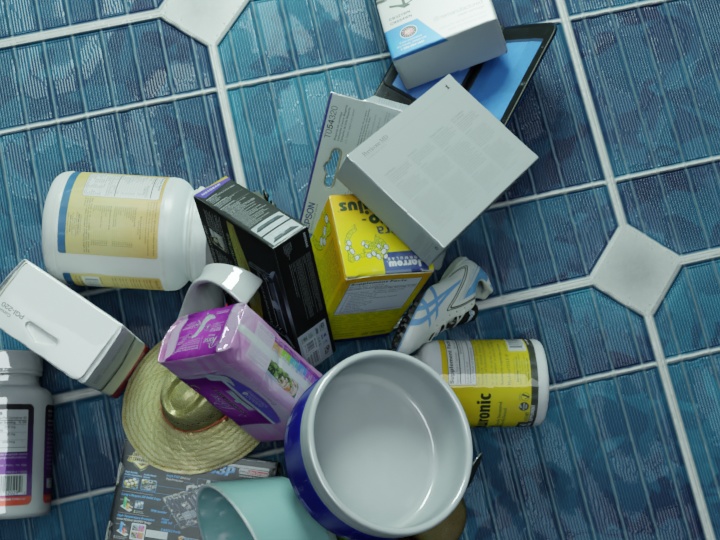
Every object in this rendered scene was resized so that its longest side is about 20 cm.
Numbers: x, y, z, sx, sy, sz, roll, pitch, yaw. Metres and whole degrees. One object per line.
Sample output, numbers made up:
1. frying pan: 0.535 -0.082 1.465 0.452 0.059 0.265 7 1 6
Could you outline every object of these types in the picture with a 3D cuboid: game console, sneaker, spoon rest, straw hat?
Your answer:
1. game console: 0.135 -0.272 1.303 0.170 0.118 0.200 29 79 -3
2. sneaker: 0.105 0.051 1.229 0.072 0.072 0.200 39 46 10
3. spoon rest: -0.184 0.036 1.164 0.061 0.200 0.099 41 57 -11
4. straw hat: -0.201 0.150 1.195 0.200 0.085 0.202 1 69 -2

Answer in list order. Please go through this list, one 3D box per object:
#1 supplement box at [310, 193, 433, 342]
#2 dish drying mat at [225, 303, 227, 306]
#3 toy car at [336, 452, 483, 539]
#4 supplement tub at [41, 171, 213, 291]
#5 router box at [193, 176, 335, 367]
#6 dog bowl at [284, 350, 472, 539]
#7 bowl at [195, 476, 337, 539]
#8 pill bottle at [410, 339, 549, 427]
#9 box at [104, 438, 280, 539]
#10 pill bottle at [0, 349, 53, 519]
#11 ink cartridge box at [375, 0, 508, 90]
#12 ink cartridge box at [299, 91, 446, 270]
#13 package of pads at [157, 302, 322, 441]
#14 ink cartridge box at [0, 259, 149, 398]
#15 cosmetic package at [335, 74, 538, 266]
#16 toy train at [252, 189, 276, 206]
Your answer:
1. supplement box: 0.000 0.000 1.189 0.108 0.200 0.110 -5 66 -18
2. dish drying mat: -0.144 0.062 1.282 0.077 0.018 0.201 17 79 2
3. toy car: 0.065 0.288 1.181 0.200 0.164 0.158 -38 83 -18
4. supplement tub: -0.286 -0.049 1.234 0.199 0.145 0.145 4 79 -2
5. router box: -0.112 0.006 1.158 0.052 0.200 0.157 -35 47 -26
6. dog bowl: 0.020 0.194 1.070 0.200 0.079 0.201 10 65 -23
7. bowl: -0.096 0.317 1.117 0.105 0.201 0.201 -21 80 -29
8. pill bottle: 0.129 0.142 1.230 0.199 0.111 0.112 0 79 -1
9. box: -0.211 0.305 1.219 0.199 0.046 0.160 8 79 -1
10. pill bottle: -0.436 0.202 1.198 0.111 0.111 0.201 -1 79 -2
11. ink cartridge box: 0.096 -0.363 1.298 0.146 0.084 0.201 -20 64 12
12. ink cartridge box: 0.036 -0.118 1.262 0.199 0.043 0.197 16 114 1
13. package of pads: -0.124 0.124 1.124 0.120 0.200 0.076 -13 46 35
14. ink cartridge box: -0.349 0.076 1.179 0.145 0.200 0.085 33 80 4
15. cosmetic package: 0.092 -0.121 1.134 0.151 0.052 0.200 46 57 4
16. toy train: -0.105 -0.042 1.248 0.034 0.046 0.200 -19 43 -15
